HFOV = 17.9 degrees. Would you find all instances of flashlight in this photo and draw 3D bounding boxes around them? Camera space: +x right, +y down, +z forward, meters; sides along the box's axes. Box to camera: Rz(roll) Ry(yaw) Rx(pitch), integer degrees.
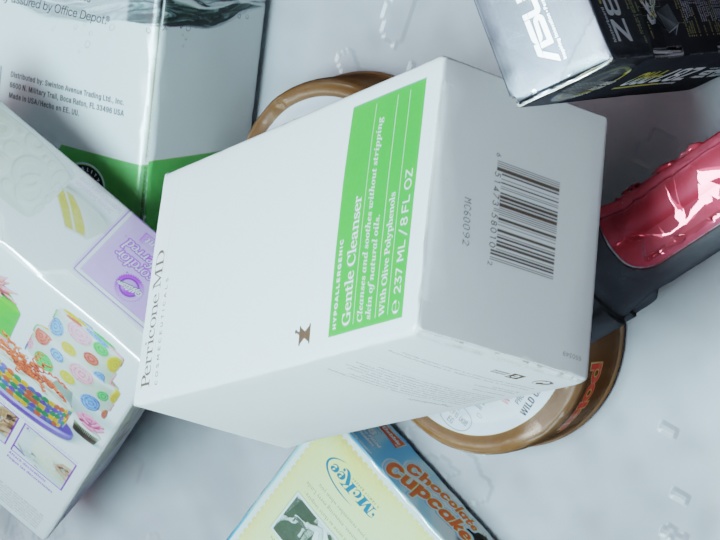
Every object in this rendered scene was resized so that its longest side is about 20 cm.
[{"bbox_3d":[0.134,-0.039,0.875,0.199,0.068,0.068,-33,81,20],"label":"flashlight"}]

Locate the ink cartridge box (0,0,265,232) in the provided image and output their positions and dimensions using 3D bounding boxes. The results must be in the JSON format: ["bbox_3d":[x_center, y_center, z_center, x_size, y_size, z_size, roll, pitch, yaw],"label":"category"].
[{"bbox_3d":[-0.122,-0.121,1.045,0.146,0.083,0.201,17,107,31],"label":"ink cartridge box"}]

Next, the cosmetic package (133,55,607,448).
[{"bbox_3d":[0.000,0.000,0.886,0.200,0.084,0.108,-18,61,52],"label":"cosmetic package"}]

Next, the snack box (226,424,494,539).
[{"bbox_3d":[0.026,0.168,1.017,0.200,0.037,0.116,48,119,19],"label":"snack box"}]

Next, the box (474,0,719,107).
[{"bbox_3d":[0.076,-0.164,0.858,0.049,0.161,0.201,-23,85,29],"label":"box"}]

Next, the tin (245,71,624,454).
[{"bbox_3d":[0.026,-0.005,0.993,0.200,0.042,0.112,41,113,22],"label":"tin"}]

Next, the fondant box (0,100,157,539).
[{"bbox_3d":[-0.159,0.024,1.037,0.144,0.058,0.200,40,146,2],"label":"fondant box"}]
